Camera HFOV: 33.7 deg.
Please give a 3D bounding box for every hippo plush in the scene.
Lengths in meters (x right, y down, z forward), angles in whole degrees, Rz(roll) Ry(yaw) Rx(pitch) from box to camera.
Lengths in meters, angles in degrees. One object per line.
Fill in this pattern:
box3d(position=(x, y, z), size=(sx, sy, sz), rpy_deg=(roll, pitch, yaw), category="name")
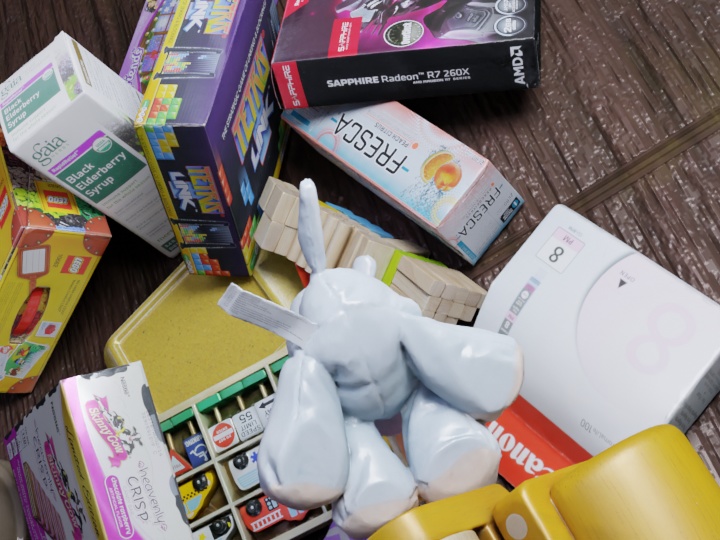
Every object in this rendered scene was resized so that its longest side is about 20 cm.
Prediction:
box3d(position=(-0.011, 0.069, 0.745), size=(0.160, 0.200, 0.161), rpy_deg=(-55, 10, -6), category="hippo plush")

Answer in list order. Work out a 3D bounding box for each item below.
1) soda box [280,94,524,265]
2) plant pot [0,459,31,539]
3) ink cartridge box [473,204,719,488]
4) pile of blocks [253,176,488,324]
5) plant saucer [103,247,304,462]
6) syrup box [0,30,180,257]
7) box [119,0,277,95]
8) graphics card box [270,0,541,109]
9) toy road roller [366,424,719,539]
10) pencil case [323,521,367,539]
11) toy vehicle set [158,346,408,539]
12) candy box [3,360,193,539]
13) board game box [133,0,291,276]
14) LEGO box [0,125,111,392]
box3d(position=(0.028, -0.087, 0.909), size=(0.064, 0.068, 0.200), rpy_deg=(-51, 50, 1), category="soda box")
box3d(position=(-0.375, 0.228, 0.955), size=(0.199, 0.173, 0.201), rpy_deg=(-14, 60, 26), category="plant pot")
box3d(position=(0.131, 0.076, 0.777), size=(0.200, 0.057, 0.162), rpy_deg=(-49, 51, -2), category="ink cartridge box")
box3d(position=(0.000, 0.000, 0.882), size=(0.200, 0.082, 0.062), rpy_deg=(31, 103, 28), category="pile of blocks")
box3d(position=(-0.116, 0.061, 0.946), size=(0.200, 0.048, 0.200), rpy_deg=(-46, 51, 7), category="plant saucer")
box3d(position=(-0.199, -0.098, 0.980), size=(0.079, 0.200, 0.082), rpy_deg=(-36, 53, 12), category="syrup box")
box3d(position=(-0.154, -0.211, 1.110), size=(0.136, 0.039, 0.201), rpy_deg=(3, 70, 35), category="box")
box3d(position=(0.038, -0.186, 0.909), size=(0.199, 0.051, 0.126), rpy_deg=(-2, 46, 12), category="graphics card box")
box3d(position=(0.113, 0.158, 0.637), size=(0.146, 0.200, 0.123), rpy_deg=(-48, 62, 35), category="toy road roller")
box3d(position=(-0.014, 0.241, 0.766), size=(0.084, 0.086, 0.201), rpy_deg=(24, 84, 6), category="pencil case")
box3d(position=(-0.070, 0.135, 0.856), size=(0.200, 0.027, 0.125), rpy_deg=(-29, 73, 12), category="toy vehicle set")
box3d(position=(-0.193, 0.157, 0.852), size=(0.200, 0.061, 0.137), rpy_deg=(-36, 71, 57), category="candy box")
box3d(position=(-0.104, -0.123, 0.921), size=(0.056, 0.166, 0.201), rpy_deg=(3, 52, 10), category="board game box")
box3d(position=(-0.304, -0.014, 1.039), size=(0.200, 0.077, 0.149), rpy_deg=(-55, 45, 33), category="LEGO box")
